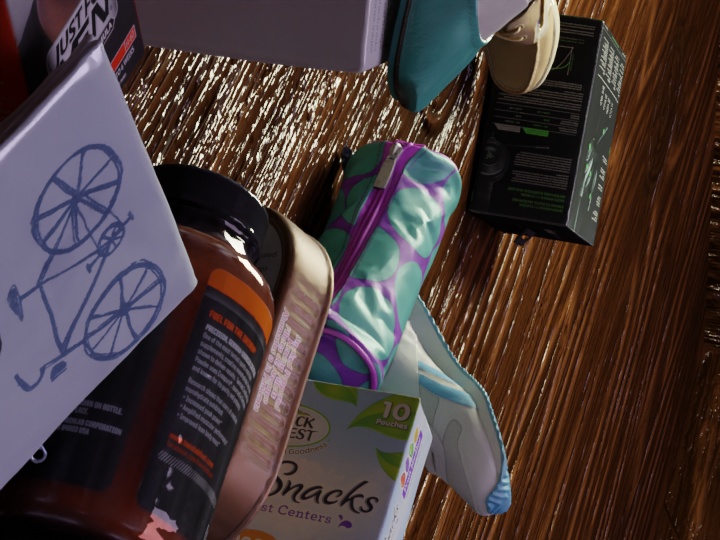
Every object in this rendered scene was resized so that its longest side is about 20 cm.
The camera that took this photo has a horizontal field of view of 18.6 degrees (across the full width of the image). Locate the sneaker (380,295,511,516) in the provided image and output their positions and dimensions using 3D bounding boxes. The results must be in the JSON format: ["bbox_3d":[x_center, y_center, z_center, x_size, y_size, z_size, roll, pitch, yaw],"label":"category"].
[{"bbox_3d":[0.037,0.095,1.452,0.200,0.081,0.077,-126,-160,-44],"label":"sneaker"}]

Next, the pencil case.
[{"bbox_3d":[0.000,0.000,1.436,0.092,0.085,0.200,83,22,-44],"label":"pencil case"}]

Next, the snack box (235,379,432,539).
[{"bbox_3d":[-0.055,0.156,1.208,0.053,0.142,0.200,75,29,-55],"label":"snack box"}]

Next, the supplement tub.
[{"bbox_3d":[-0.103,0.050,1.038,0.107,0.107,0.200,74,30,-58],"label":"supplement tub"}]

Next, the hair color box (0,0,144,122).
[{"bbox_3d":[-0.144,-0.133,0.865,0.200,0.061,0.102,82,24,-47],"label":"hair color box"}]

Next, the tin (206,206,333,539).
[{"bbox_3d":[-0.079,0.056,1.124,0.042,0.112,0.200,45,51,-42],"label":"tin"}]

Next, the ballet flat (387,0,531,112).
[{"bbox_3d":[0.065,-0.169,1.034,0.067,0.070,0.200,38,63,-73],"label":"ballet flat"}]

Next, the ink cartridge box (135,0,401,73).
[{"bbox_3d":[-0.031,-0.189,1.086,0.200,0.146,0.147,-37,134,-69],"label":"ink cartridge box"}]

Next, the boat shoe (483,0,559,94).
[{"bbox_3d":[0.119,-0.225,1.796,0.069,0.074,0.200,-48,145,-44],"label":"boat shoe"}]

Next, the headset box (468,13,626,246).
[{"bbox_3d":[0.172,-0.120,1.987,0.174,0.093,0.200,17,82,-75],"label":"headset box"}]

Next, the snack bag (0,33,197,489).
[{"bbox_3d":[-0.152,0.024,0.887,0.200,0.021,0.189,-48,155,-18],"label":"snack bag"}]
